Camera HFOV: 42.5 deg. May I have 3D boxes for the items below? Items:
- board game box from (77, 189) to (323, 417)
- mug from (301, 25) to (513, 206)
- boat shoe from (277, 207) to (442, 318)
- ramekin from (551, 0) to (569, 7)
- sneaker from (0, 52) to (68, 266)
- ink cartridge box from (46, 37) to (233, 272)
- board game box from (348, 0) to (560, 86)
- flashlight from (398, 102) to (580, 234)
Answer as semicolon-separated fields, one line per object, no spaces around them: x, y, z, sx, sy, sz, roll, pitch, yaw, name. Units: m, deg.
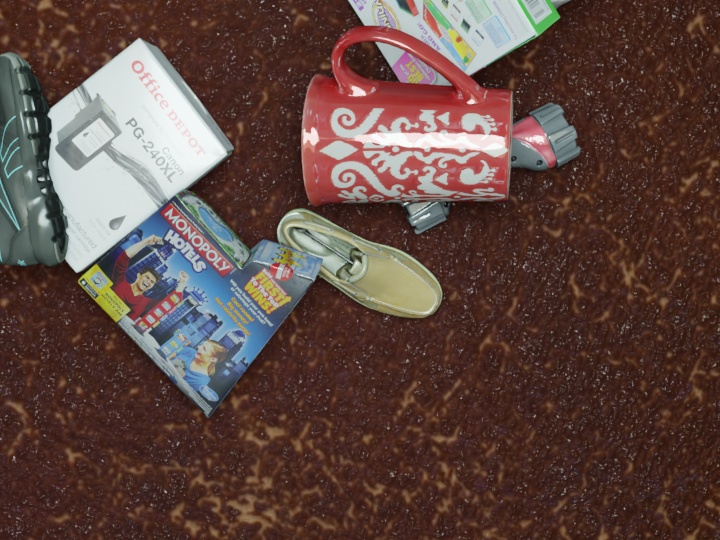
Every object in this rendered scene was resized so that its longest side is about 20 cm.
-0.148;0.017;0.952;0.199;0.062;0.200;-36;104;19;board game box
0.049;-0.135;0.908;0.197;0.178;0.135;4;66;10;mug
0.000;0.000;0.993;0.198;0.076;0.072;24;94;-8;boat shoe
0.167;-0.355;0.929;0.198;0.098;0.203;-2;95;-20;ramekin
-0.329;-0.100;0.867;0.078;0.075;0.203;-5;98;0;sneaker
-0.250;-0.119;0.949;0.199;0.083;0.146;-38;99;2;ink cartridge box
0.080;-0.264;0.909;0.040;0.199;0.154;-40;101;-30;board game box
0.136;-0.106;1.002;0.199;0.068;0.068;-30;140;2;flashlight
